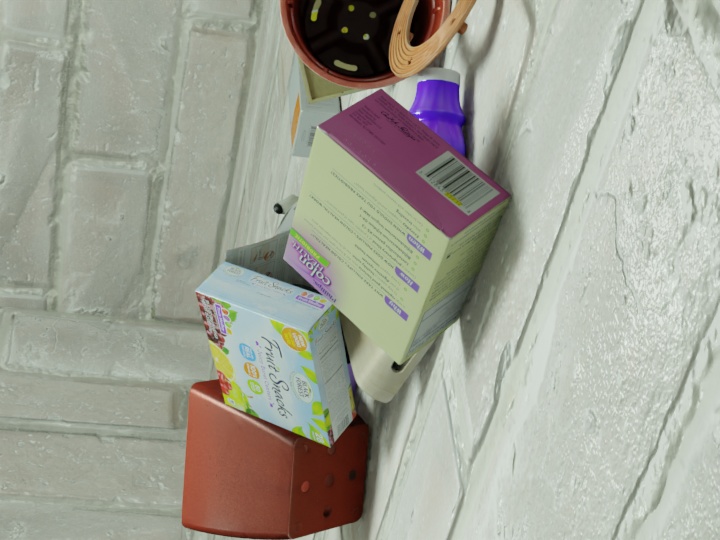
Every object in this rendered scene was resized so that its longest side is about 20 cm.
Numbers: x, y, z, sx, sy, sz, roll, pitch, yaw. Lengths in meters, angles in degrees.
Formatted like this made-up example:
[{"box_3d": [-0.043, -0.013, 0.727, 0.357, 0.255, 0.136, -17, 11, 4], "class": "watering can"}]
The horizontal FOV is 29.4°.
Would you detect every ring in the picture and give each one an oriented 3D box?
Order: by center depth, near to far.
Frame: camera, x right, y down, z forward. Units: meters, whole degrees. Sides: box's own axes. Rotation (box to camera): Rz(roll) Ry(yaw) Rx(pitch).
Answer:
[{"box_3d": [0.092, -0.296, 1.477, 0.200, 0.019, 0.201, -49, 26, 33], "class": "ring"}]

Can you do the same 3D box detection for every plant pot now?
[{"box_3d": [0.002, -0.318, 1.696, 0.195, 0.200, 0.202, -120, 36, -86], "class": "plant pot"}, {"box_3d": [-0.100, 0.253, 1.811, 0.176, 0.200, 0.201, 14, 104, 44], "class": "plant pot"}]

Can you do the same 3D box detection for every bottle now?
[{"box_3d": [0.077, -0.115, 1.475, 0.084, 0.065, 0.201, 160, 116, -76], "class": "bottle"}]

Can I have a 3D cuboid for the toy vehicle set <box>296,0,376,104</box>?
[{"box_3d": [-0.032, -0.331, 1.836, 0.027, 0.124, 0.201, -105, 2, -61], "class": "toy vehicle set"}]

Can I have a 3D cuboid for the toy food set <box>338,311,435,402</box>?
[{"box_3d": [0.037, 0.031, 1.581, 0.144, 0.060, 0.200, -56, 34, 35], "class": "toy food set"}]

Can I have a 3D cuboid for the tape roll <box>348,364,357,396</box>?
[{"box_3d": [-0.082, 0.133, 1.993, 0.200, 0.065, 0.201, 7, 98, 58], "class": "tape roll"}]

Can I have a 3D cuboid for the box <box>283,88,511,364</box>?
[{"box_3d": [0.031, -0.042, 1.362, 0.176, 0.097, 0.200, 41, 142, 19], "class": "box"}]

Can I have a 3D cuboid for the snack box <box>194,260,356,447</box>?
[{"box_3d": [-0.100, 0.102, 1.661, 0.068, 0.168, 0.200, -49, -34, -35], "class": "snack box"}]

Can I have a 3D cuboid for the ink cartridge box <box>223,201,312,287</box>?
[{"box_3d": [-0.101, -0.010, 1.755, 0.047, 0.200, 0.160, 50, 146, 33], "class": "ink cartridge box"}]

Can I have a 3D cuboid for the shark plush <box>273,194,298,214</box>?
[{"box_3d": [-0.045, -0.090, 1.880, 0.200, 0.091, 0.084, -60, -41, -49], "class": "shark plush"}]

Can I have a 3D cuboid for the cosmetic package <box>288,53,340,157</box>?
[{"box_3d": [-0.082, -0.294, 2.384, 0.200, 0.071, 0.102, -96, 15, -47], "class": "cosmetic package"}]

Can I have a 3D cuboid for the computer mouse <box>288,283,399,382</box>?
[{"box_3d": [-0.037, 0.072, 1.727, 0.053, 0.200, 0.139, -57, -1, -22], "class": "computer mouse"}]
